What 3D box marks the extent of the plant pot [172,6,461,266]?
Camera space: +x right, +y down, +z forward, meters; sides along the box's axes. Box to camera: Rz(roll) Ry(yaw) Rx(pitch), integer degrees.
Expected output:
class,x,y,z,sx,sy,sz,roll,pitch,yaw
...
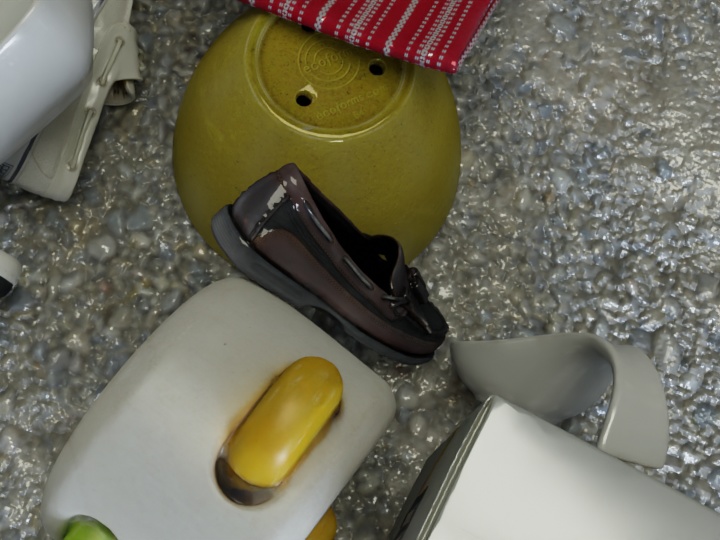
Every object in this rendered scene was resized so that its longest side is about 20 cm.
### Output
class,x,y,z,sx,sy,sz,roll,pitch,yaw
plant pot,-0.023,-0.102,0.769,0.200,0.142,0.201,2,72,-6

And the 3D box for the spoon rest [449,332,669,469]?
class,x,y,z,sx,sy,sz,roll,pitch,yaw
spoon rest,0.119,0.064,0.706,0.099,0.200,0.061,18,89,-18

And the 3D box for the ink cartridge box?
class,x,y,z,sx,sy,sz,roll,pitch,yaw
ink cartridge box,0.085,0.179,0.661,0.145,0.200,0.145,27,72,3

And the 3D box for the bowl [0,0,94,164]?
class,x,y,z,sx,sy,sz,roll,pitch,yaw
bowl,-0.236,-0.137,0.742,0.200,0.075,0.200,-36,44,20

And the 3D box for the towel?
class,x,y,z,sx,sy,sz,roll,pitch,yaw
towel,-0.007,-0.200,0.723,0.200,0.023,0.145,22,60,14

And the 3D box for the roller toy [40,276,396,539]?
class,x,y,z,sx,sy,sz,roll,pitch,yaw
roller toy,-0.070,0.108,0.675,0.140,0.182,0.200,37,105,5

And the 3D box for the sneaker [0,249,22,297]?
class,x,y,z,sx,sy,sz,roll,pitch,yaw
sneaker,-0.316,0.021,0.744,0.200,0.073,0.112,12,75,7

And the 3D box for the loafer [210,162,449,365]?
class,x,y,z,sx,sy,sz,roll,pitch,yaw
loafer,0.000,0.000,0.719,0.063,0.200,0.072,-45,47,15

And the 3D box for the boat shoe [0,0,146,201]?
class,x,y,z,sx,sy,sz,roll,pitch,yaw
boat shoe,-0.181,-0.139,0.812,0.070,0.071,0.200,29,65,-25
